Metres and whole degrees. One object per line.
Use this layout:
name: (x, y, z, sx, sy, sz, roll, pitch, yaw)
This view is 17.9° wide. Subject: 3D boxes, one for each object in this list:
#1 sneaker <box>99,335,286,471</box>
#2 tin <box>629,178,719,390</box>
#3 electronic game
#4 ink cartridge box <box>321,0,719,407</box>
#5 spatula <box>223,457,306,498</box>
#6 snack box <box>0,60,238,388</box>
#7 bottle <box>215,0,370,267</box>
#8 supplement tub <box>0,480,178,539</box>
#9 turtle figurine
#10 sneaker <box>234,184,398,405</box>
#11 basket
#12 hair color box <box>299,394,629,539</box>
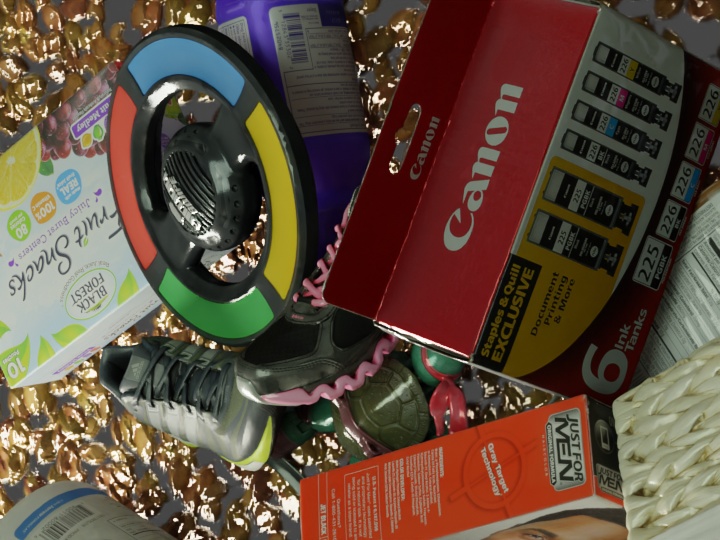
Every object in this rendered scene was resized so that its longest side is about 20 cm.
sneaker: (-0.104, 0.078, 1.420, 0.200, 0.081, 0.074, -5, 66, 62)
tin: (0.197, 0.024, 1.277, 0.200, 0.042, 0.112, -42, 74, 30)
electronic game: (-0.093, -0.051, 1.386, 0.200, 0.042, 0.201, 24, 123, 44)
ink cartridge box: (0.093, -0.043, 1.225, 0.084, 0.175, 0.201, 19, 89, 47)
spatula: (-0.043, 0.137, 1.468, 0.200, 0.021, 0.057, 49, 118, 22)
snack box: (-0.187, -0.029, 1.540, 0.200, 0.053, 0.143, -36, 75, 32)
bottle: (-0.035, -0.083, 1.407, 0.065, 0.083, 0.201, -14, 86, 42)
supplement tub: (-0.148, 0.235, 1.486, 0.200, 0.132, 0.132, 29, 110, 31)
turtle figurine: (0.023, 0.078, 1.374, 0.200, 0.100, 0.150, -39, 67, 39)
sneaker: (0.000, 0.000, 1.316, 0.079, 0.200, 0.096, 18, 137, 50)
basket: (0.240, 0.094, 1.174, 0.200, 0.135, 0.124, -34, 50, 32)
hair color box: (0.073, 0.133, 1.284, 0.200, 0.101, 0.061, -21, 60, 34)
